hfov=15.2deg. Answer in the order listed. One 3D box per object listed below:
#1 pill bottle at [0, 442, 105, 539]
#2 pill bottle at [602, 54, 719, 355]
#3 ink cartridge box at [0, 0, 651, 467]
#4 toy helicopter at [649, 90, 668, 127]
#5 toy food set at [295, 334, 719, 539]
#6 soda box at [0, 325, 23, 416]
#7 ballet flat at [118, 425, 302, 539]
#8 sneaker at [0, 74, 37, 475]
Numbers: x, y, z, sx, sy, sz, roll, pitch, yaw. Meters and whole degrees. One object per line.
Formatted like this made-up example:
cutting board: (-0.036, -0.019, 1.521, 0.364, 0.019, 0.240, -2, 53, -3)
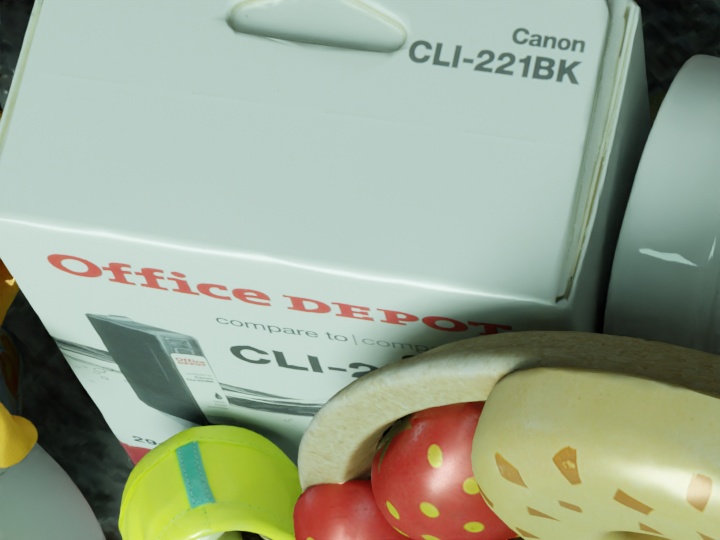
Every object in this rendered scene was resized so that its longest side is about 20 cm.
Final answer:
pill bottle: (-0.162, 0.131, 0.765, 0.119, 0.120, 0.200, 41, 114, -4)
pill bottle: (0.162, 0.012, 0.621, 0.199, 0.112, 0.113, 16, 117, 15)
ink cartridge box: (0.000, 0.000, 0.701, 0.143, 0.084, 0.200, 9, 157, 12)
toy helicopter: (0.162, -0.016, 0.724, 0.199, 0.079, 0.133, 2, 120, 24)
toy food set: (0.078, 0.082, 0.616, 0.198, 0.049, 0.200, 38, 148, -26)
soda box: (-0.204, 0.060, 0.828, 0.199, 0.069, 0.064, -21, 129, 11)
ballet flat: (-0.014, 0.136, 0.704, 0.066, 0.067, 0.201, -20, 107, -5)
sneaker: (-0.117, -0.031, 0.695, 0.077, 0.078, 0.201, -3, 75, 12)
